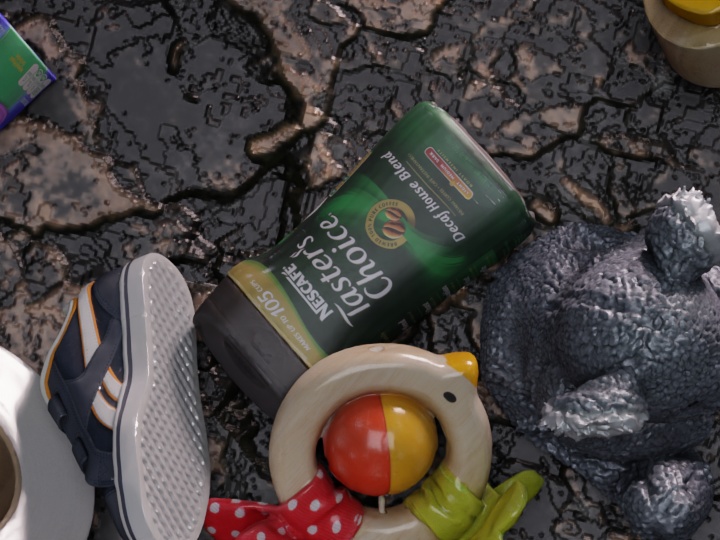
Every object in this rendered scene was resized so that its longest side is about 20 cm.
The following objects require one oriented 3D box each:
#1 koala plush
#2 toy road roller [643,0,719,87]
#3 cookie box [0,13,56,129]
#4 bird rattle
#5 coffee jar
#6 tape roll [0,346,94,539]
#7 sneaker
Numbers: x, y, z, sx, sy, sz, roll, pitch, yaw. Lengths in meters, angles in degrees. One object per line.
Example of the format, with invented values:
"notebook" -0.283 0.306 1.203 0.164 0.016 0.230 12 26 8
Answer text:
"koala plush" 0.154 0.042 1.451 0.183 0.200 0.178 30 86 5
"toy road roller" 0.204 -0.225 1.526 0.146 0.123 0.201 26 84 19
"cookie box" -0.288 -0.086 1.497 0.200 0.171 0.075 -43 81 -3
"bird rattle" 0.006 0.120 1.482 0.199 0.113 0.164 -1 106 5
"coffee jar" 0.000 0.000 1.519 0.200 0.085 0.104 -42 84 -3
"tape roll" -0.251 0.122 1.480 0.202 0.037 0.203 16 51 -21
"sneaker" -0.138 0.089 1.496 0.079 0.078 0.201 -23 48 23
